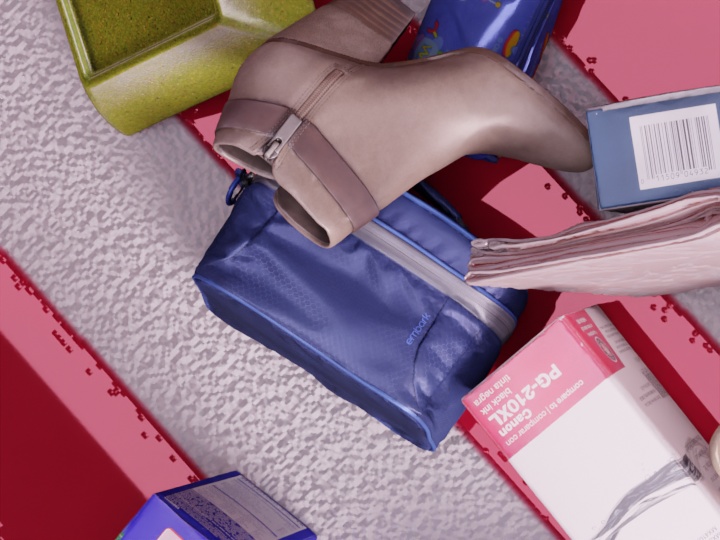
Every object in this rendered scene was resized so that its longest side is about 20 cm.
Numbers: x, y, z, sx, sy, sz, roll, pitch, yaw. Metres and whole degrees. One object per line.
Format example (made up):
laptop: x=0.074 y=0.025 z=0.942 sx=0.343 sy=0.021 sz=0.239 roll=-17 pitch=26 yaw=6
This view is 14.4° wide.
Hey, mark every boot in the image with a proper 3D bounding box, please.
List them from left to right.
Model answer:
boot: x=0.020 y=-0.072 z=1.641 sx=0.200 sy=0.070 sz=0.146 roll=33 pitch=68 yaw=11

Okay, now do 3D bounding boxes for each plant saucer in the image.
plant saucer: x=-0.132 y=-0.199 z=1.738 sx=0.199 sy=0.048 sz=0.201 roll=-20 pitch=87 yaw=45

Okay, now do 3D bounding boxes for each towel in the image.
towel: x=0.188 y=-0.015 z=1.625 sx=0.190 sy=0.200 sz=0.032 roll=-11 pitch=81 yaw=38

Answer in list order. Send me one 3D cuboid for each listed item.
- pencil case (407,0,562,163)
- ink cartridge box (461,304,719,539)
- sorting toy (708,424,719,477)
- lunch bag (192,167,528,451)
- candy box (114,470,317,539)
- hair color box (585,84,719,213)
pencil case: x=0.087 y=-0.163 z=1.728 sx=0.087 sy=0.078 sz=0.201 roll=34 pitch=101 yaw=53
ink cartridge box: x=0.163 y=0.125 z=1.686 sx=0.084 sy=0.145 sz=0.200 roll=-40 pitch=83 yaw=11
sorting toy: x=0.322 y=0.096 z=1.653 sx=0.200 sy=0.037 sz=0.185 roll=-40 pitch=128 yaw=7
lunch bag: x=0.000 y=0.000 z=1.719 sx=0.200 sy=0.136 sz=0.133 roll=33 pitch=81 yaw=8
candy box: x=-0.123 y=0.210 z=1.718 sx=0.077 sy=0.200 sz=0.169 roll=41 pitch=97 yaw=9
hair color box: x=0.193 y=-0.069 z=1.648 sx=0.099 sy=0.200 sz=0.061 roll=-8 pitch=88 yaw=11
